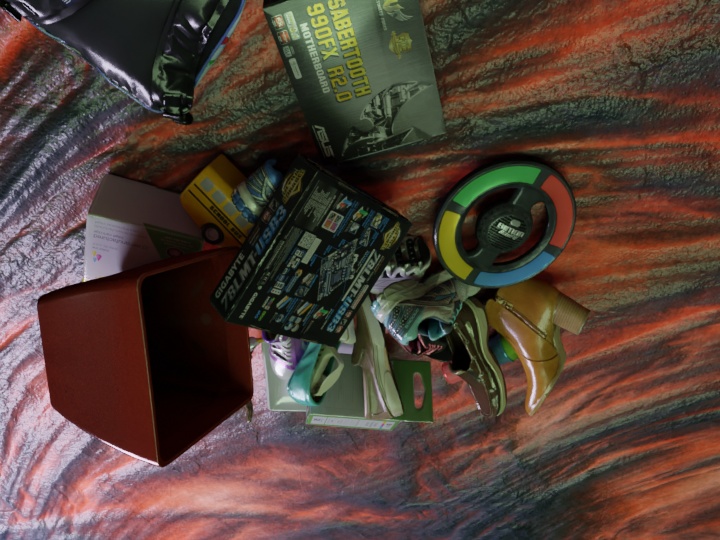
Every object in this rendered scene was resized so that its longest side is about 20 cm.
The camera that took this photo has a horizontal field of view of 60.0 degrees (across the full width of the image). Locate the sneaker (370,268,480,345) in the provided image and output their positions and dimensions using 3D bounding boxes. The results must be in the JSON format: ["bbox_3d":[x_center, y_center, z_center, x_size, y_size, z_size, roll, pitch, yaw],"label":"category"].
[{"bbox_3d":[0.108,0.056,0.893,0.198,0.087,0.078,-16,153,-36],"label":"sneaker"}]

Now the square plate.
[{"bbox_3d":[-0.067,0.178,1.084,0.197,0.029,0.200,1,133,-3],"label":"square plate"}]

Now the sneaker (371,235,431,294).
[{"bbox_3d":[0.000,0.000,0.894,0.197,0.076,0.082,2,142,-3],"label":"sneaker"}]

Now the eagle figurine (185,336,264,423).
[{"bbox_3d":[-0.218,0.121,0.951,0.151,0.151,0.200,-47,147,-9],"label":"eagle figurine"}]

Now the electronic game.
[{"bbox_3d":[0.195,-0.059,0.846,0.197,0.042,0.202,-3,125,-5],"label":"electronic game"}]

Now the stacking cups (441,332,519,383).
[{"bbox_3d":[0.227,0.138,1.033,0.199,0.061,0.060,-33,127,25],"label":"stacking cups"}]

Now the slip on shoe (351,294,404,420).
[{"bbox_3d":[0.013,0.127,0.946,0.060,0.076,0.203,-15,94,4],"label":"slip on shoe"}]

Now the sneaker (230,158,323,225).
[{"bbox_3d":[-0.056,-0.086,0.774,0.198,0.078,0.085,9,133,-46],"label":"sneaker"}]

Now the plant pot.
[{"bbox_3d":[-0.256,0.086,0.735,0.174,0.200,0.203,0,101,20],"label":"plant pot"}]

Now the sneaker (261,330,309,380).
[{"bbox_3d":[-0.120,0.097,0.926,0.072,0.114,0.203,23,121,16],"label":"sneaker"}]

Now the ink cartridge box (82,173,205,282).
[{"bbox_3d":[-0.297,-0.012,0.856,0.143,0.088,0.201,14,133,-16],"label":"ink cartridge box"}]

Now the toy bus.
[{"bbox_3d":[-0.138,-0.046,0.805,0.078,0.065,0.200,-37,105,26],"label":"toy bus"}]

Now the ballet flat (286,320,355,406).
[{"bbox_3d":[-0.044,0.111,0.928,0.067,0.070,0.202,14,99,-61],"label":"ballet flat"}]

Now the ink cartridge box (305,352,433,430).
[{"bbox_3d":[0.013,0.196,1.006,0.197,0.105,0.060,6,150,-9],"label":"ink cartridge box"}]

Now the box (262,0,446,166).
[{"bbox_3d":[0.001,-0.226,0.692,0.156,0.049,0.201,-12,133,10],"label":"box"}]

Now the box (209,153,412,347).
[{"bbox_3d":[-0.052,-0.012,0.755,0.198,0.050,0.201,20,106,-52],"label":"box"}]

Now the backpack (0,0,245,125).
[{"bbox_3d":[-0.190,-0.271,0.574,0.189,0.156,0.199,-30,134,34],"label":"backpack"}]

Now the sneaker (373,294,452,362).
[{"bbox_3d":[0.091,0.104,0.975,0.079,0.096,0.200,-33,128,24],"label":"sneaker"}]

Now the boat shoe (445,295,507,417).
[{"bbox_3d":[0.168,0.145,0.978,0.074,0.074,0.205,-24,103,-25],"label":"boat shoe"}]

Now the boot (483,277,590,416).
[{"bbox_3d":[0.247,0.107,0.956,0.143,0.071,0.204,27,113,22],"label":"boot"}]
